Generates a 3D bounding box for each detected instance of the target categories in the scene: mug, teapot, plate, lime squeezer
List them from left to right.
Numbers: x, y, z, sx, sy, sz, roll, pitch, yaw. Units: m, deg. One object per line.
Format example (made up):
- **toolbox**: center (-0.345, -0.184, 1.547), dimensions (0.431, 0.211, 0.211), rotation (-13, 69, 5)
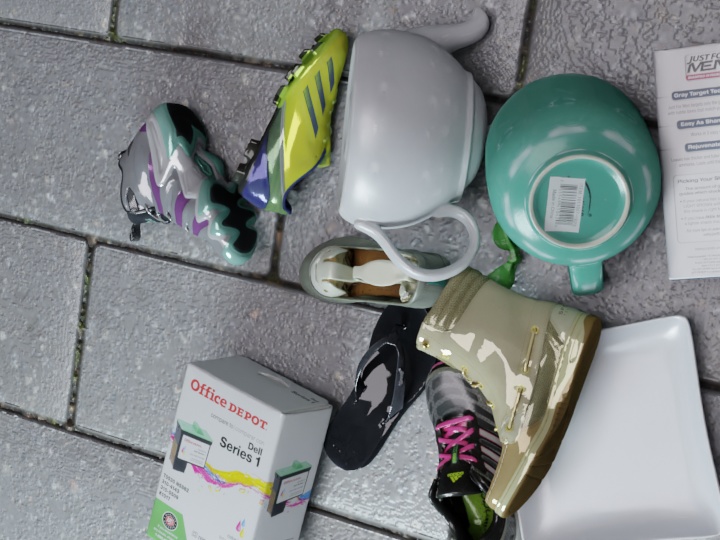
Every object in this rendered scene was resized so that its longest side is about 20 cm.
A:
- **teapot**: center (0.057, -0.124, 1.351), dimensions (0.145, 0.198, 0.201), rotation (6, 121, -3)
- **lime squeezer**: center (0.124, -0.022, 1.386), dimensions (0.070, 0.038, 0.201), rotation (25, 101, 39)
- **mug**: center (0.196, -0.071, 1.271), dimensions (0.152, 0.115, 0.185), rotation (-40, 108, 19)
- **plate**: center (0.229, 0.153, 1.341), dimensions (0.198, 0.032, 0.202), rotation (-12, 87, 28)

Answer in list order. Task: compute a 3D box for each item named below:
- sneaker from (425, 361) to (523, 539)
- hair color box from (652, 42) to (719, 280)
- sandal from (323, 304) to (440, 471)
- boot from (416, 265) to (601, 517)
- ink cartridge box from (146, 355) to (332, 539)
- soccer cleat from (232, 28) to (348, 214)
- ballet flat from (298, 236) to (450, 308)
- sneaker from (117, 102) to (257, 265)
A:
- **sneaker**: center (0.102, 0.184, 1.381), dimensions (0.073, 0.087, 0.202), rotation (-17, 85, 29)
- **hair color box**: center (0.316, -0.095, 1.260), dimensions (0.099, 0.060, 0.202), rotation (-3, 92, 29)
- **sandal**: center (0.022, 0.117, 1.446), dimensions (0.076, 0.043, 0.201), rotation (32, 108, 23)
- **boot**: center (0.117, 0.109, 1.333), dimensions (0.155, 0.073, 0.201), rotation (23, 97, 21)
- **ink cartridge box**: center (-0.127, 0.207, 1.502), dimensions (0.144, 0.084, 0.202), rotation (23, 104, 35)
- **soccer cleat**: center (-0.055, -0.150, 1.474), dimensions (0.083, 0.065, 0.201), rotation (29, 104, -7)
- **ballet flat**: center (0.000, 0.000, 1.420), dimensions (0.199, 0.063, 0.068), rotation (4, 88, 40)
- **sneaker**: center (-0.197, -0.063, 1.545), dimensions (0.140, 0.077, 0.201), rotation (-40, 65, 27)
